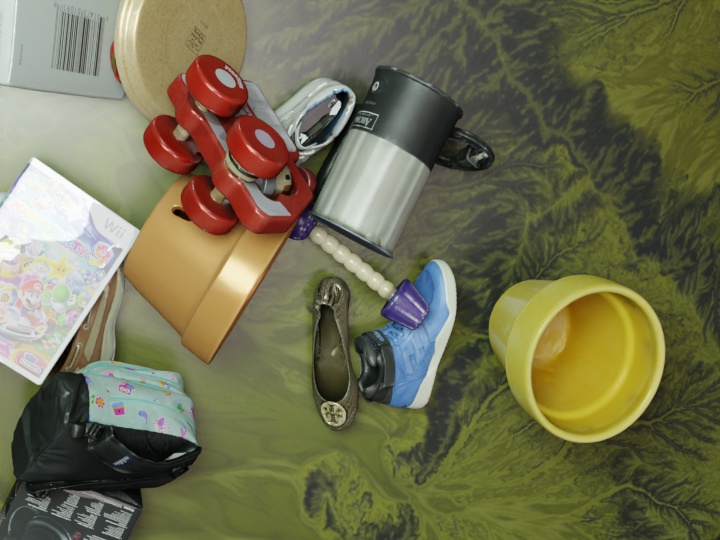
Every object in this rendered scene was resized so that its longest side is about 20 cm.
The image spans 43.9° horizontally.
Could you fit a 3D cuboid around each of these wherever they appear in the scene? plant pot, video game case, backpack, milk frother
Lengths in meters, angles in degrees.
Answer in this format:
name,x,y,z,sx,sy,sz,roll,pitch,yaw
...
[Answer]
name,x,y,z,sx,sy,sz,roll,pitch,yaw
plant pot,-0.177,-0.016,1.025,0.138,0.200,0.202,32,91,-3
video game case,-0.354,0.001,0.977,0.142,0.018,0.202,35,82,-16
plant pot,0.264,0.098,1.178,0.196,0.189,0.206,-3,102,-17
backpack,-0.278,0.181,1.027,0.197,0.129,0.166,14,142,-41
milk frother,0.057,-0.108,1.075,0.197,0.180,0.191,28,89,-14

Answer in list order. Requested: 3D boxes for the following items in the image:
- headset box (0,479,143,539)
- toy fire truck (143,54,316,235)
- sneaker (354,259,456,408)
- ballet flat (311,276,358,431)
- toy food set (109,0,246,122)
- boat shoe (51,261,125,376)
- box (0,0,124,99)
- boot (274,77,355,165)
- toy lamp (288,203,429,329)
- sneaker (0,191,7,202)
name,x,y,z,sx,sy,sz,roll,pitch,yaw
headset box,-0.374,0.338,1.086,0.147,0.075,0.203,26,93,-20
toy fire truck,-0.119,-0.128,0.950,0.112,0.167,0.202,-44,70,29
sneaker,0.052,0.081,1.166,0.109,0.077,0.204,7,106,-28
ballet flat,-0.037,0.110,1.149,0.066,0.046,0.205,3,100,17
toy food set,-0.195,-0.257,0.984,0.199,0.048,0.202,11,96,-58
boat shoe,-0.320,0.033,1.030,0.071,0.075,0.205,-4,103,-46
box,-0.328,-0.284,0.888,0.128,0.199,0.205,11,100,15
boot,-0.090,-0.153,1.062,0.200,0.095,0.074,-47,110,-3
toy lamp,0.000,0.000,1.115,0.199,0.058,0.059,37,89,-1
sneaker,-0.448,0.012,0.994,0.198,0.075,0.116,-37,107,-11
